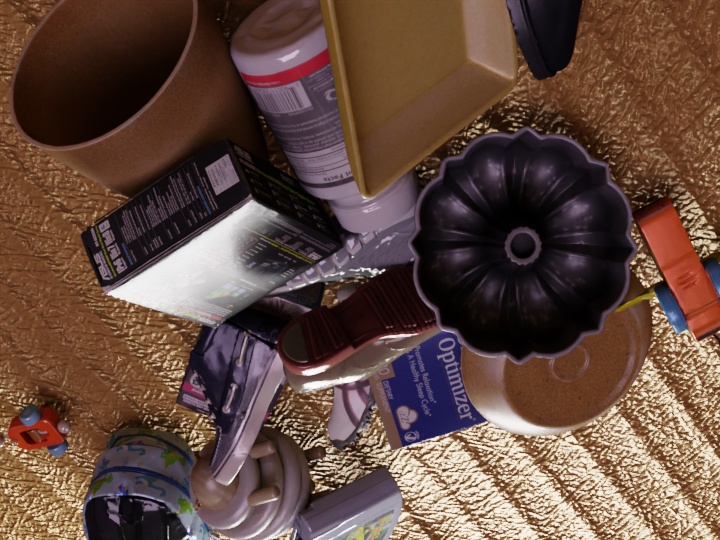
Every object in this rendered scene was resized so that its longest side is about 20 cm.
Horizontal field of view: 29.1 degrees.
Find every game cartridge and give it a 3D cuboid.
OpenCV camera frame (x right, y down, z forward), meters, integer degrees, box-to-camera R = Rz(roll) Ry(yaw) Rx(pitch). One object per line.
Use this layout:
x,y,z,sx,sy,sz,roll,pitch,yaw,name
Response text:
-0.019,0.294,1.550,0.041,0.132,0.201,51,152,23,game cartridge

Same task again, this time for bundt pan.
0.137,-0.024,1.225,0.199,0.076,0.205,0,94,-3,bundt pan

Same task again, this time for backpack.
-0.243,0.274,1.582,0.161,0.155,0.201,7,153,12,backpack

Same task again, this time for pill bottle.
-0.022,-0.133,1.185,0.109,0.111,0.201,-13,127,22,pill bottle

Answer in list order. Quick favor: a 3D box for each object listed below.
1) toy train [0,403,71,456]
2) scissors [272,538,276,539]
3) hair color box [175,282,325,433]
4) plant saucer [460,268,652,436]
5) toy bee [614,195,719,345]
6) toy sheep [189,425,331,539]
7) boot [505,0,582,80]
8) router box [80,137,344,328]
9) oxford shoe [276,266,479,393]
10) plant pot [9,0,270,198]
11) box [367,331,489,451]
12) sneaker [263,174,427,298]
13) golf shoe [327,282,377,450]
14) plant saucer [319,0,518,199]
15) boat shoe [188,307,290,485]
-0.415,0.135,1.544,0.149,0.056,0.201,-18,128,24,toy train
-0.094,0.330,1.565,0.014,0.201,0.074,-4,126,-23,scissors
-0.114,0.071,1.418,0.099,0.061,0.201,20,131,-7,hair color box
0.193,0.079,1.316,0.198,0.036,0.203,-7,117,-14,plant saucer
0.297,0.025,1.274,0.129,0.109,0.203,-7,100,4,toy bee
-0.110,0.232,1.512,0.137,0.139,0.199,-25,152,29,toy sheep
0.189,-0.244,1.066,0.166,0.077,0.201,-12,135,14,boot
-0.120,-0.026,1.179,0.149,0.063,0.200,-32,160,12,router box
0.017,0.054,1.282,0.198,0.071,0.075,-18,146,-11,oxford shoe
-0.167,-0.129,1.191,0.184,0.188,0.200,-14,145,22,plant pot
0.107,0.092,1.345,0.198,0.033,0.122,-18,119,1,box
0.000,0.000,1.312,0.198,0.075,0.116,-26,127,18,sneaker
-0.006,0.094,1.414,0.087,0.077,0.201,23,123,0,golf shoe
0.041,-0.190,1.098,0.048,0.199,0.202,27,142,37,plant saucer
-0.133,0.117,1.371,0.092,0.075,0.201,24,117,-3,boat shoe
